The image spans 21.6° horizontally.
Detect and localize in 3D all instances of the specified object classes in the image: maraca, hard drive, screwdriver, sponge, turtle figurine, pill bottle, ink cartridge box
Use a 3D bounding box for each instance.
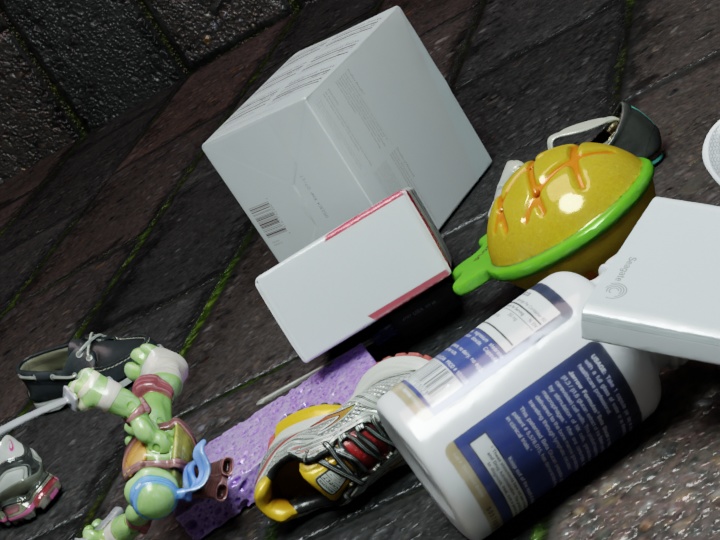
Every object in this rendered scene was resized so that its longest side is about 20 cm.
[{"bbox_3d":[0.147,-0.034,1.459,0.200,0.107,0.137,-23,16,50],"label":"maraca"},{"bbox_3d":[0.246,0.013,1.106,0.200,0.027,0.132,10,38,26],"label":"hard drive"},{"bbox_3d":[-0.001,0.070,1.599,0.200,0.029,0.028,-34,16,12],"label":"screwdriver"},{"bbox_3d":[-0.064,0.134,1.512,0.200,0.030,0.112,-34,16,-1],"label":"sponge"},{"bbox_3d":[-0.200,0.138,1.461,0.200,0.144,0.194,-27,14,11],"label":"turtle figurine"},{"bbox_3d":[0.119,0.071,1.196,0.200,0.111,0.111,-35,16,-6],"label":"pill bottle"},{"bbox_3d":[0.000,0.000,1.607,0.145,0.083,0.200,-32,0,5],"label":"ink cartridge box"}]

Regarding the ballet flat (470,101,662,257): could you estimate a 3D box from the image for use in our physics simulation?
[{"bbox_3d":[0.164,-0.077,1.617,0.200,0.068,0.068,-35,16,-4],"label":"ballet flat"}]

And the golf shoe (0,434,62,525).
[{"bbox_3d":[-0.375,0.204,1.801,0.200,0.092,0.073,-24,20,35],"label":"golf shoe"}]

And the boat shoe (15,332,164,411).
[{"bbox_3d":[-0.292,0.100,1.998,0.200,0.060,0.076,-22,19,35],"label":"boat shoe"}]

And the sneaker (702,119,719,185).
[{"bbox_3d":[0.311,-0.062,1.195,0.199,0.075,0.082,6,-2,-5],"label":"sneaker"}]

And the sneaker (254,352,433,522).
[{"bbox_3d":[0.002,0.128,1.345,0.200,0.078,0.082,-34,17,36],"label":"sneaker"}]

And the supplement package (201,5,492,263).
[{"bbox_3d":[-0.010,-0.114,1.836,0.147,0.191,0.200,-19,21,39],"label":"supplement package"}]
